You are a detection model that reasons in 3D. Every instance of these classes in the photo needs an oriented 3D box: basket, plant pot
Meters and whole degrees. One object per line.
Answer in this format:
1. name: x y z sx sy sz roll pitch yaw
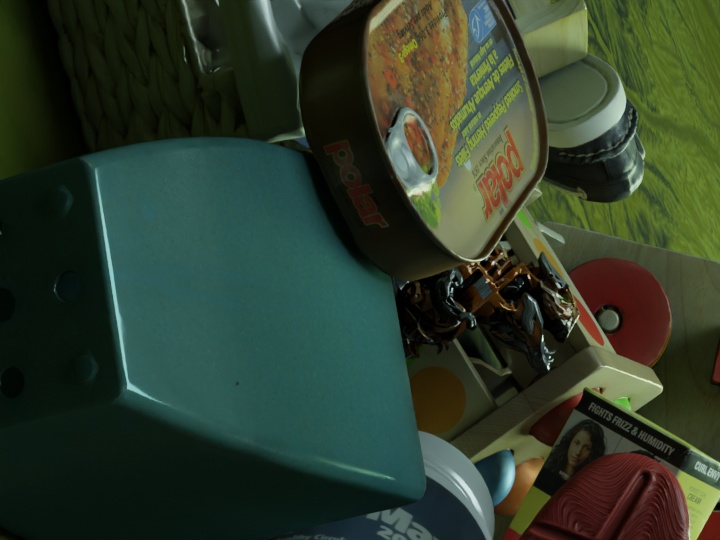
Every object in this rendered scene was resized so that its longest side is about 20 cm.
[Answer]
1. basket: -0.038 -0.127 1.267 0.200 0.123 0.136 -19 96 -55
2. plant pot: -0.085 0.027 1.067 0.200 0.141 0.142 20 58 -65

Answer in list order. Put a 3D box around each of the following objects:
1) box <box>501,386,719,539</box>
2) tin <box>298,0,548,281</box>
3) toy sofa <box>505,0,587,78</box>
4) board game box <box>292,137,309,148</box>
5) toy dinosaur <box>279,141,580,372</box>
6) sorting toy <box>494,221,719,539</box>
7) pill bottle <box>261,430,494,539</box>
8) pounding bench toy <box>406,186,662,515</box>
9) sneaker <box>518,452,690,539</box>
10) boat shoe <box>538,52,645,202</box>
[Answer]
1. box: 0.094 0.162 1.326 0.050 0.075 0.201 27 93 -51
2. tin: 0.029 -0.066 1.171 0.112 0.042 0.200 61 25 -10
3. toy sofa: 0.031 -0.180 1.395 0.083 0.097 0.201 75 -10 -76
4. board game box: -0.041 -0.154 1.465 0.158 0.039 0.201 23 60 -44
5. toy dinosaur: 0.000 0.000 1.317 0.136 0.199 0.102 -62 163 -13
6. sorting toy: 0.169 0.090 1.548 0.070 0.198 0.201 36 67 -83
7. pill bottle: -0.002 0.149 1.244 0.200 0.119 0.120 -57 130 -66
8. pounding bench toy: 0.072 0.044 1.451 0.156 0.124 0.200 58 13 17
9. sneaker: 0.080 0.172 1.228 0.201 0.078 0.116 -63 179 -2
10. boat shoe: 0.088 -0.094 1.471 0.200 0.074 0.061 38 -21 55
